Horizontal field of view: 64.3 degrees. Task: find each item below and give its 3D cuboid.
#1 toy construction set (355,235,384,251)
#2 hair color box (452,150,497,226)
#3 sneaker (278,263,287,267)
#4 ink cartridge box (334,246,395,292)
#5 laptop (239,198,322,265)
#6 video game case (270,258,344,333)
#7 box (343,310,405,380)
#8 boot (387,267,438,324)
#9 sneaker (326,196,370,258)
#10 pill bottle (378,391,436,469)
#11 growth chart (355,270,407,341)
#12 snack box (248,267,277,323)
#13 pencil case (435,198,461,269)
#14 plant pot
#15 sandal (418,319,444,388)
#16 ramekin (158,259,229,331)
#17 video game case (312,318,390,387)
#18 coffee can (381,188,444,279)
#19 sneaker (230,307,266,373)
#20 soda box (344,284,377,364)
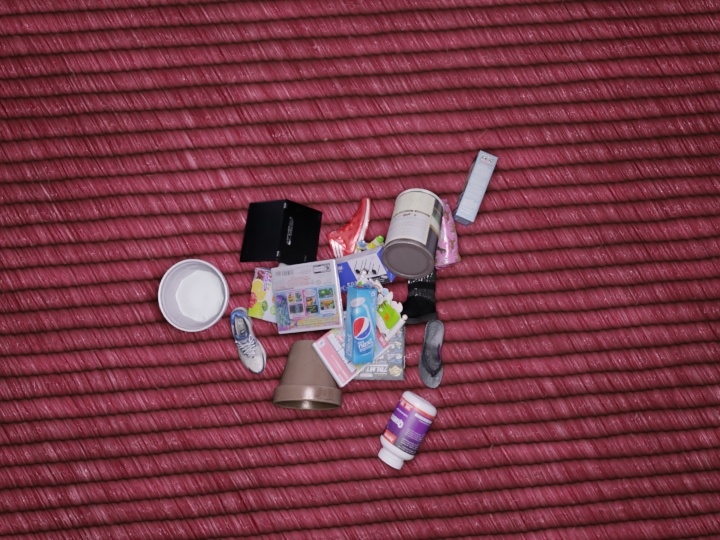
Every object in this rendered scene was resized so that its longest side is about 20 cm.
[{"bbox_3d":[0.090,-0.062,1.676,0.198,0.092,0.132,-28,76,-32],"label":"toy construction set"},{"bbox_3d":[0.335,-0.241,1.699,0.060,0.099,0.204,22,87,0],"label":"hair color box"},{"bbox_3d":[-0.164,0.045,1.684,0.200,0.072,0.072,45,88,2],"label":"sneaker"},{"bbox_3d":[0.000,0.000,1.631,0.044,0.198,0.095,-47,115,-44],"label":"ink cartridge box"},{"bbox_3d":[-0.233,-0.101,1.698,0.197,0.115,0.191,16,71,-29],"label":"laptop"},{"bbox_3d":[-0.147,0.073,1.581,0.196,0.024,0.186,-8,89,18],"label":"video game case"},{"bbox_3d":[0.035,0.221,1.693,0.195,0.050,0.203,1,87,-3],"label":"box"},{"bbox_3d":[0.148,0.069,1.651,0.078,0.209,0.162,-2,91,40],"label":"boot"},{"bbox_3d":[-0.037,-0.127,1.694,0.113,0.078,0.205,12,86,-2],"label":"sneaker"},{"bbox_3d":[0.130,0.461,1.653,0.111,0.112,0.203,29,86,0],"label":"pill bottle"},{"bbox_3d":[0.047,0.095,1.586,0.018,0.146,0.200,-20,58,-38],"label":"growth chart"},{"bbox_3d":[-0.221,0.079,1.648,0.196,0.053,0.146,12,97,21],"label":"snack box"},{"bbox_3d":[0.238,-0.109,1.699,0.081,0.086,0.204,-11,86,-22],"label":"pencil case"},{"bbox_3d":[-0.146,0.295,1.626,0.195,0.201,0.178,3,70,-2],"label":"plant pot"},{"bbox_3d":[0.211,0.248,1.695,0.074,0.048,0.205,2,91,1],"label":"sandal"},{"bbox_3d":[-0.472,0.071,1.656,0.195,0.105,0.205,0,88,-2],"label":"ramekin"},{"bbox_3d":[-0.023,0.211,1.618,0.199,0.017,0.144,-35,88,-30],"label":"video game case"},{"bbox_3d":[0.146,-0.102,1.569,0.143,0.147,0.203,17,53,-1],"label":"coffee can"},{"bbox_3d":[-0.335,0.207,1.664,0.076,0.085,0.203,-23,89,-3],"label":"sneaker"},{"bbox_3d":[0.001,0.144,1.554,0.063,0.068,0.205,-2,101,-25],"label":"soda box"}]
